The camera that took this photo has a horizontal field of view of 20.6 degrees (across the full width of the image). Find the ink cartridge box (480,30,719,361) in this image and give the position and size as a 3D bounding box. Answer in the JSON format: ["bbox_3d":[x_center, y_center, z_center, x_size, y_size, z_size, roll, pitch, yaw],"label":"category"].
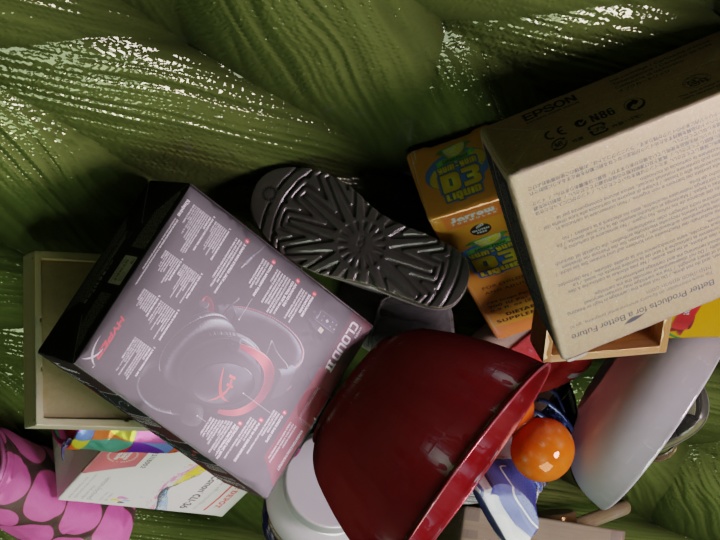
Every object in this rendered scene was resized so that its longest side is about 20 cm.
[{"bbox_3d":[0.200,-0.052,1.347,0.199,0.075,0.165,-22,125,-3],"label":"ink cartridge box"}]

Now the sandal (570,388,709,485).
[{"bbox_3d":[0.257,0.142,1.793,0.057,0.080,0.201,10,154,-23],"label":"sandal"}]

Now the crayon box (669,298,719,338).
[{"bbox_3d":[0.267,-0.010,1.525,0.199,0.051,0.127,-1,130,-17],"label":"crayon box"}]

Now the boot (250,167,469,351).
[{"bbox_3d":[-0.002,0.001,1.475,0.182,0.073,0.200,31,172,2],"label":"boot"}]

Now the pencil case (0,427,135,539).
[{"bbox_3d":[-0.284,0.201,1.714,0.093,0.091,0.200,-15,148,24],"label":"pencil case"}]

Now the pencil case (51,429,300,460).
[{"bbox_3d":[-0.138,0.101,1.491,0.199,0.089,0.088,4,147,-27],"label":"pencil case"}]

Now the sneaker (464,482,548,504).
[{"bbox_3d":[0.079,0.185,1.811,0.200,0.077,0.085,16,145,-37],"label":"sneaker"}]

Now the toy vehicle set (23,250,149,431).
[{"bbox_3d":[-0.145,0.053,1.433,0.199,0.125,0.026,4,170,-27],"label":"toy vehicle set"}]

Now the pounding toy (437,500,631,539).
[{"bbox_3d":[0.180,0.278,1.927,0.199,0.143,0.184,9,170,-5],"label":"pounding toy"}]

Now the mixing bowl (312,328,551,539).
[{"bbox_3d":[0.037,0.116,1.416,0.200,0.108,0.200,-51,169,-14],"label":"mixing bowl"}]

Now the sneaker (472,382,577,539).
[{"bbox_3d":[0.136,0.140,1.679,0.115,0.200,0.081,-27,113,4],"label":"sneaker"}]

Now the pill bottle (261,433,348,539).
[{"bbox_3d":[-0.030,0.204,1.732,0.111,0.111,0.200,-7,163,-6],"label":"pill bottle"}]

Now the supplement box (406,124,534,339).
[{"bbox_3d":[0.098,-0.025,1.463,0.066,0.069,0.200,-19,146,10],"label":"supplement box"}]

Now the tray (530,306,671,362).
[{"bbox_3d":[0.182,-0.030,1.422,0.098,0.037,0.201,-4,122,-14],"label":"tray"}]

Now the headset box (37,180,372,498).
[{"bbox_3d":[-0.099,0.054,1.383,0.200,0.149,0.075,37,166,-26],"label":"headset box"}]

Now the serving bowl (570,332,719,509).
[{"bbox_3d":[0.229,0.098,1.633,0.066,0.200,0.200,33,144,3],"label":"serving bowl"}]

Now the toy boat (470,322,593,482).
[{"bbox_3d":[0.122,0.112,1.587,0.200,0.131,0.131,-36,172,-37],"label":"toy boat"}]

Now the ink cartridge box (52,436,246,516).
[{"bbox_3d":[-0.148,0.153,1.688,0.199,0.068,0.116,9,144,-31],"label":"ink cartridge box"}]
